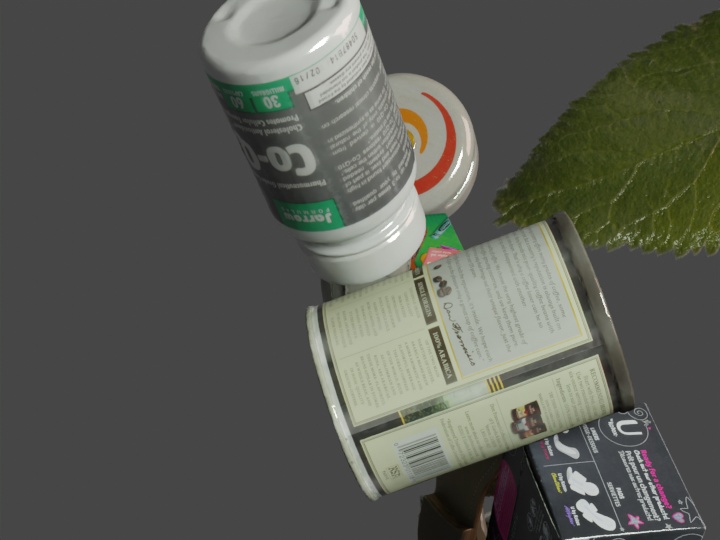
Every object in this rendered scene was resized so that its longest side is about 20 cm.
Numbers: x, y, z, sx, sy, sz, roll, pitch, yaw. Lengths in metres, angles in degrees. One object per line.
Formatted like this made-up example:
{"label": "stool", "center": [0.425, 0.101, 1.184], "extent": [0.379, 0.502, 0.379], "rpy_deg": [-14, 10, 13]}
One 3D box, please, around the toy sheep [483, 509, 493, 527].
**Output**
{"label": "toy sheep", "center": [0.151, 0.297, 1.260], "extent": [0.139, 0.136, 0.202], "rpy_deg": [-104, -174, -53]}

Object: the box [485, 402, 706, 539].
{"label": "box", "center": [0.171, 0.220, 1.006], "extent": [0.133, 0.113, 0.202], "rpy_deg": [-107, -163, -49]}

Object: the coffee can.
{"label": "coffee can", "center": [0.077, 0.061, 0.933], "extent": [0.146, 0.197, 0.148], "rpy_deg": [-20, 90, -85]}

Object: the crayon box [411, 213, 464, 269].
{"label": "crayon box", "center": [0.074, 0.058, 1.378], "extent": [0.119, 0.057, 0.203], "rpy_deg": [-109, -164, -57]}

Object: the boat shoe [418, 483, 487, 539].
{"label": "boat shoe", "center": [0.085, 0.229, 1.184], "extent": [0.075, 0.061, 0.202], "rpy_deg": [68, 8, -54]}

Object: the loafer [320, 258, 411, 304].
{"label": "loafer", "center": [0.009, -0.023, 1.032], "extent": [0.070, 0.069, 0.204], "rpy_deg": [-4, -91, 62]}

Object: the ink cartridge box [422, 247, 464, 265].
{"label": "ink cartridge box", "center": [0.071, 0.088, 1.187], "extent": [0.201, 0.066, 0.118], "rpy_deg": [-67, 157, -48]}

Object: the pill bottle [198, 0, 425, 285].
{"label": "pill bottle", "center": [-0.025, -0.093, 0.904], "extent": [0.114, 0.112, 0.201], "rpy_deg": [-104, 172, -50]}

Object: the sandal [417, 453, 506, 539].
{"label": "sandal", "center": [0.106, 0.156, 1.082], "extent": [0.078, 0.069, 0.214], "rpy_deg": [43, -49, 39]}

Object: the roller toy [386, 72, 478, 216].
{"label": "roller toy", "center": [0.057, -0.154, 1.672], "extent": [0.140, 0.180, 0.203], "rpy_deg": [40, 31, -79]}
